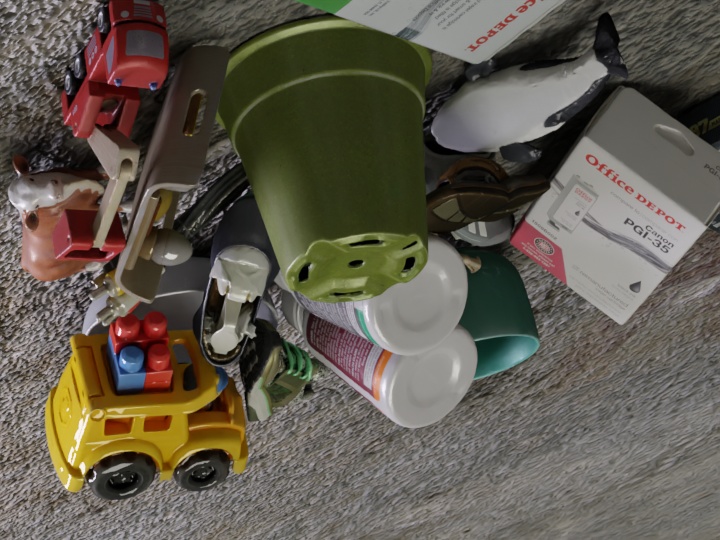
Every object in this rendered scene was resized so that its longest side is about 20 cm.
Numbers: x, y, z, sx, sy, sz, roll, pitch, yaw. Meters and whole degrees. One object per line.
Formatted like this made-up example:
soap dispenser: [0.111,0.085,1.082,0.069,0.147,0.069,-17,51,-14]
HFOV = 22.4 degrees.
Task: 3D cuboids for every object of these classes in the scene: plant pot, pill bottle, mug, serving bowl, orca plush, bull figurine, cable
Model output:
plant pot: [-0.017,-0.082,1.543,0.199,0.190,0.200,-10,154,-5]
pill bottle: [0.000,0.000,1.698,0.113,0.113,0.200,10,-172,-37]
mug: [0.089,0.049,1.922,0.185,0.115,0.152,-22,160,23]
pill bottle: [0.014,0.061,1.812,0.114,0.200,0.114,-20,127,-29]
serving bowl: [-0.187,0.039,1.854,0.200,0.066,0.200,-10,153,-5]
orca plush: [0.153,-0.169,1.612,0.105,0.071,0.200,45,128,-6]
bull figurine: [-0.260,-0.051,1.644,0.121,0.065,0.200,-11,159,-16]
cable: [-0.168,-0.019,1.678,0.200,0.050,0.097,-35,164,-12]

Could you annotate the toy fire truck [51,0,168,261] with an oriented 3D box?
toy fire truck: [-0.202,-0.109,1.467,0.049,0.141,0.200,3,151,-27]

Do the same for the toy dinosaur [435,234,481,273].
toy dinosaur: [0.061,-0.006,1.782,0.101,0.058,0.200,23,168,-14]

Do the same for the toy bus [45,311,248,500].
toy bus: [-0.200,0.118,1.812,0.199,0.136,0.192,-2,137,-23]

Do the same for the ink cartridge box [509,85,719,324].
ink cartridge box: [0.249,-0.060,1.734,0.083,0.146,0.200,-50,174,-33]

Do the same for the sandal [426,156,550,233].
sandal: [0.108,-0.076,1.643,0.082,0.055,0.200,-30,171,34]

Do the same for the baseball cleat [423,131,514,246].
baseball cleat: [0.105,-0.080,1.732,0.106,0.070,0.200,-29,150,32]

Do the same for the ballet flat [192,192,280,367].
ballet flat: [-0.115,0.018,1.712,0.073,0.073,0.200,0,137,-22]

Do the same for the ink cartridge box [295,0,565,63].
ink cartridge box: [0.058,-0.246,1.366,0.200,0.083,0.147,14,144,-40]

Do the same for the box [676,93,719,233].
box: [0.381,-0.108,1.809,0.158,0.051,0.200,-30,148,33]

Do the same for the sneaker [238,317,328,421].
sneaker: [-0.078,0.094,1.858,0.088,0.077,0.200,-9,162,-7]

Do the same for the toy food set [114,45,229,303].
toy food set: [-0.152,-0.079,1.533,0.060,0.144,0.200,17,147,-10]
